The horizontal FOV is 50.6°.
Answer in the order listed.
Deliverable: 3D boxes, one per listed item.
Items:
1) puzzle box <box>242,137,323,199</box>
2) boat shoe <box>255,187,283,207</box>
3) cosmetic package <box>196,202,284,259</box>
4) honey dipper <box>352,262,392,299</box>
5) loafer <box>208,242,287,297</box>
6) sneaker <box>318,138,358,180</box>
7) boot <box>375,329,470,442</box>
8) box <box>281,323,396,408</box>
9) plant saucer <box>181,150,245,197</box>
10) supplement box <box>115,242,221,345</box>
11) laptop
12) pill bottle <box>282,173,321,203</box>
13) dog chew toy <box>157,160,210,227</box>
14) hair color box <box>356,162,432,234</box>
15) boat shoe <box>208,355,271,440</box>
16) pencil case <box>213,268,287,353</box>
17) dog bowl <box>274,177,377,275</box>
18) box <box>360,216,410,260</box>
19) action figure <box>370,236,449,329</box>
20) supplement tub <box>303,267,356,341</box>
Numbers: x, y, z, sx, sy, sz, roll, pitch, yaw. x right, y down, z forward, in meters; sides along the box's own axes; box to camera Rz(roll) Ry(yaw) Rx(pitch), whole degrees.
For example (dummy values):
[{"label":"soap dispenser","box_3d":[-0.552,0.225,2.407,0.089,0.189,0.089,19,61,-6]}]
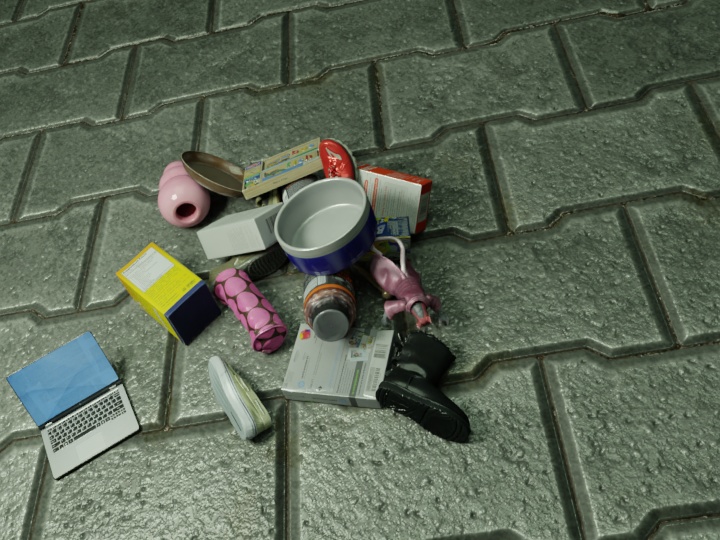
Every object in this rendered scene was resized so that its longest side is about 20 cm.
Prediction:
[{"label":"puzzle box","box_3d":[-0.176,-0.237,1.753,0.197,0.026,0.134,-21,30,7]},{"label":"boat shoe","box_3d":[-0.216,-0.167,1.789,0.064,0.074,0.202,-9,50,0]},{"label":"cosmetic package","box_3d":[-0.253,-0.085,1.666,0.198,0.072,0.101,-7,20,42]},{"label":"honey dipper","box_3d":[0.000,0.000,1.629,0.038,0.038,0.200,-36,56,-15]},{"label":"loafer","box_3d":[-0.252,-0.019,1.678,0.198,0.076,0.070,-28,55,-8]},{"label":"sneaker","box_3d":[-0.046,-0.189,1.651,0.076,0.203,0.085,-17,5,34]},{"label":"boot","box_3d":[0.133,0.206,1.404,0.196,0.074,0.163,25,45,11]},{"label":"box","box_3d":[-0.040,0.184,1.486,0.196,0.041,0.158,3,52,15]},{"label":"plant saucer","box_3d":[-0.340,-0.226,1.827,0.200,0.198,0.032,44,116,36]},{"label":"supplement box","box_3d":[-0.414,0.048,1.645,0.199,0.110,0.109,33,65,32]},{"label":"laptop","box_3d":[-0.569,0.264,1.508,0.186,0.117,0.201,-30,51,-10]},{"label":"pill bottle","box_3d":[-0.119,-0.146,1.725,0.105,0.107,0.202,-18,50,-1]},{"label":"dog chew toy","box_3d":[-0.431,-0.195,1.841,0.123,0.126,0.201,-21,42,-3]},{"label":"hair color box","box_3d":[0.053,-0.163,1.686,0.197,0.113,0.064,18,23,25]},{"label":"boat shoe","box_3d":[-0.238,0.244,1.482,0.061,0.073,0.201,-13,49,-30]},{"label":"pencil case","box_3d":[-0.230,0.087,1.585,0.090,0.095,0.200,5,33,-43]},{"label":"dog bowl","box_3d":[-0.068,-0.089,1.523,0.197,0.079,0.202,-14,45,14]},{"label":"box","box_3d":[0.006,-0.066,1.614,0.196,0.071,0.065,-2,46,0]},{"label":"action figure","box_3d":[0.102,0.037,1.495,0.132,0.151,0.201,-11,34,-15]},{"label":"supplement tub","box_3d":[-0.061,0.058,1.511,0.105,0.108,0.201,-14,29,3]}]
